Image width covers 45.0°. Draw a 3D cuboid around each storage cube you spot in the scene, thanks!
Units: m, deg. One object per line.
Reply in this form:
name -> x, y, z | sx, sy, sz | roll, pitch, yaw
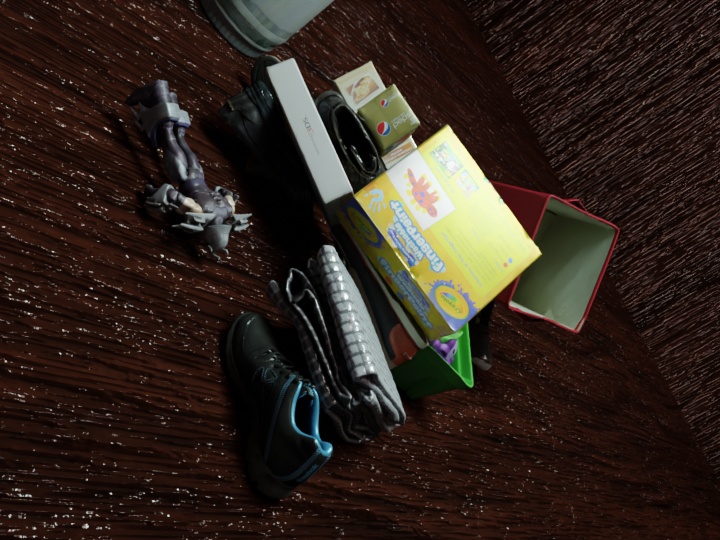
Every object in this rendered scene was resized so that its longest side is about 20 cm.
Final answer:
storage cube -> 0.263, -0.028, 1.368 | 0.170, 0.202, 0.179 | 19, 3, -34

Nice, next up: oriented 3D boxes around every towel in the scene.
towel -> -0.024, 0.091, 0.955 | 0.200, 0.085, 0.167 | 61, 7, -64

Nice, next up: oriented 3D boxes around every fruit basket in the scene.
fruit basket -> 0.115, 0.048, 1.195 | 0.156, 0.215, 0.216 | 46, 25, -23

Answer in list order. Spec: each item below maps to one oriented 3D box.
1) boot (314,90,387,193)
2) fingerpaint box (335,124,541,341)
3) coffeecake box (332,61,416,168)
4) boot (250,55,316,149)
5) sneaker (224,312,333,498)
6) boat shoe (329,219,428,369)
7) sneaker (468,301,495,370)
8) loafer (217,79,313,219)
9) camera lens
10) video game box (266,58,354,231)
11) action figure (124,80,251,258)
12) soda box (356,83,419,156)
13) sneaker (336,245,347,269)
boot -> -0.004, -0.153, 1.179 | 0.201, 0.069, 0.174 | 57, 1, -24
fingerpaint box -> 0.096, -0.045, 1.065 | 0.167, 0.073, 0.201 | -39, 93, -24
coffeecake box -> 0.030, -0.225, 1.454 | 0.201, 0.073, 0.154 | 62, -5, 1
boot -> -0.083, -0.246, 1.347 | 0.201, 0.073, 0.151 | 52, 21, -8
sneaker -> -0.077, 0.120, 0.862 | 0.073, 0.082, 0.201 | 25, 37, -47
boat shoe -> 0.010, 0.027, 1.094 | 0.201, 0.062, 0.071 | 59, 13, 14
sneaker -> 0.192, 0.071, 1.474 | 0.077, 0.082, 0.201 | 29, 35, -48
loafer -> -0.121, -0.149, 1.153 | 0.201, 0.072, 0.073 | 66, -4, -27
camera lens -> -0.132, -0.449, 1.347 | 0.160, 0.199, 0.161 | 44, 25, -27
video game box -> -0.059, -0.153, 1.160 | 0.182, 0.046, 0.201 | 67, -1, -75
action figure -> -0.190, -0.103, 0.952 | 0.201, 0.069, 0.130 | 65, 17, 10
soda box -> 0.036, -0.214, 1.273 | 0.068, 0.064, 0.200 | 55, 0, -3
sneaker -> 0.014, -0.019, 1.227 | 0.078, 0.085, 0.201 | 37, 30, -39
